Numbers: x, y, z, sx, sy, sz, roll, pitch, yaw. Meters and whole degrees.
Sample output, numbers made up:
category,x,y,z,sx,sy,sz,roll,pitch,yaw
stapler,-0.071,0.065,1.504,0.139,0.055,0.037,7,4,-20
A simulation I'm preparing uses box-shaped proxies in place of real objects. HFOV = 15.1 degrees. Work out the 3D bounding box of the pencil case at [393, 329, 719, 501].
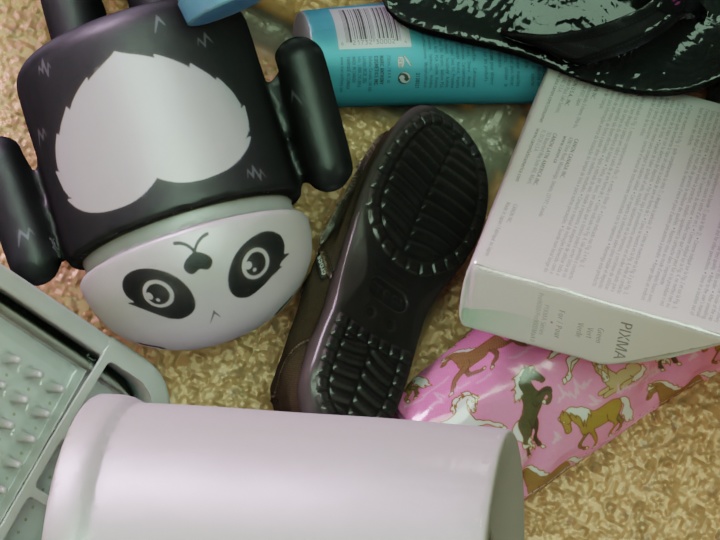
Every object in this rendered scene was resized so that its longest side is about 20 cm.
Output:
category,x,y,z,sx,sy,sz,roll,pitch,yaw
pencil case,0.110,0.051,1.377,0.200,0.087,0.083,-35,48,-11

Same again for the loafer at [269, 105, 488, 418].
category,x,y,z,sx,sy,sz,roll,pitch,yaw
loafer,0.000,0.000,1.376,0.073,0.071,0.200,42,56,-24

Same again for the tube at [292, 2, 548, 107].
category,x,y,z,sx,sy,sz,roll,pitch,yaw
tube,0.066,-0.117,1.424,0.200,0.050,0.078,-4,82,-12

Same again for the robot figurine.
category,x,y,z,sx,sy,sz,roll,pitch,yaw
robot figurine,-0.099,-0.060,1.351,0.125,0.150,0.200,-8,77,-48

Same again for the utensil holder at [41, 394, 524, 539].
category,x,y,z,sx,sy,sz,roll,pitch,yaw
utensil holder,-0.031,0.147,1.266,0.200,0.170,0.170,3,79,10

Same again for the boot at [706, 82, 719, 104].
category,x,y,z,sx,sy,sz,roll,pitch,yaw
boot,0.276,-0.064,1.427,0.200,0.070,0.132,6,74,-9

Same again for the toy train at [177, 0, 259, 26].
category,x,y,z,sx,sy,sz,roll,pitch,yaw
toy train,-0.026,-0.204,1.271,0.200,0.085,0.116,-25,92,21

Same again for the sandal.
category,x,y,z,sx,sy,sz,roll,pitch,yaw
sandal,0.106,-0.134,1.366,0.200,0.048,0.075,8,82,6

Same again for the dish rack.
category,x,y,z,sx,sy,sz,roll,pitch,yaw
dish rack,-0.205,0.081,1.320,0.200,0.044,0.172,37,76,-31

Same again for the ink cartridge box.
category,x,y,z,sx,sy,sz,roll,pitch,yaw
ink cartridge box,0.166,-0.016,1.342,0.200,0.050,0.161,17,47,8
